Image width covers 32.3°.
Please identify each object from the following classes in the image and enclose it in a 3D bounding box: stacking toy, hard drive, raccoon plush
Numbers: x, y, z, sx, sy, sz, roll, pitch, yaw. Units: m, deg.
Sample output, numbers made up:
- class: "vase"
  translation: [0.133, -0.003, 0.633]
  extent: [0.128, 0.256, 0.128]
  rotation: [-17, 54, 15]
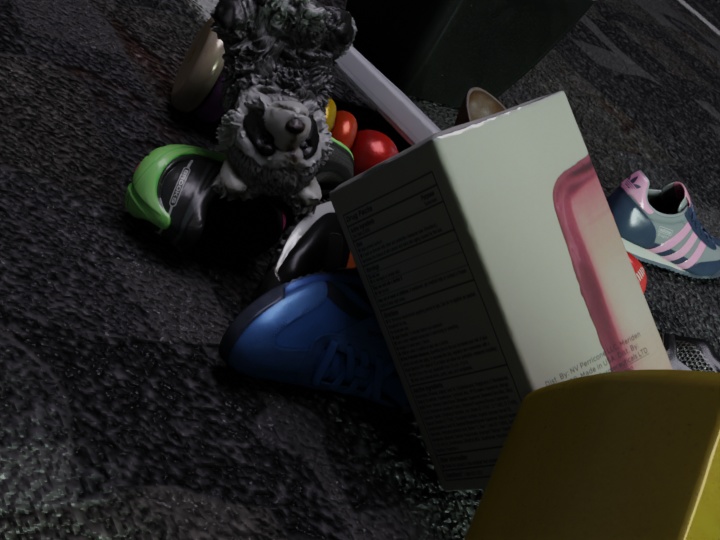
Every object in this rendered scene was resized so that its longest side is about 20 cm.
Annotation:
- class: "stacking toy"
  translation: [-0.052, -0.127, 1.021]
  extent: [0.198, 0.086, 0.086]
  rotation: [27, 26, -20]
- class: "hard drive"
  translation: [0.048, -0.136, 1.140]
  extent: [0.132, 0.027, 0.200]
  rotation: [36, 11, -45]
- class: "raccoon plush"
  translation: [-0.055, -0.109, 0.853]
  extent: [0.095, 0.136, 0.200]
  rotation: [6, 3, 0]

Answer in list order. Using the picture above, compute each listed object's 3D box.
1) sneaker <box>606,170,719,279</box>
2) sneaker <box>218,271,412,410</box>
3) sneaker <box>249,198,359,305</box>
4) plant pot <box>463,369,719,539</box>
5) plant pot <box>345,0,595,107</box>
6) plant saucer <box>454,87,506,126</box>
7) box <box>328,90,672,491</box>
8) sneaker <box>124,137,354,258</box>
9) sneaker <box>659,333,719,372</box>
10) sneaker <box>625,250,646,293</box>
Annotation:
- class: "sneaker"
  translation: [0.336, -0.047, 1.307]
  extent: [0.198, 0.083, 0.070]
  rotation: [12, 32, -37]
- class: "sneaker"
  translation: [0.002, 0.050, 0.783]
  extent: [0.198, 0.066, 0.079]
  rotation: [0, 43, -48]
- class: "sneaker"
  translation: [0.000, 0.000, 0.860]
  extent: [0.089, 0.071, 0.200]
  rotation: [33, 23, 10]
- class: "plant pot"
  translation: [0.156, 0.158, 0.543]
  extent: [0.198, 0.177, 0.202]
  rotation: [31, 63, -4]
- class: "plant pot"
  translation: [0.098, -0.292, 1.358]
  extent: [0.198, 0.179, 0.200]
  rotation: [5, 37, -42]
- class: "plant saucer"
  translation: [0.135, -0.061, 1.064]
  extent: [0.200, 0.034, 0.202]
  rotation: [45, 26, -30]
- class: "box"
  translation: [0.085, 0.016, 0.739]
  extent: [0.108, 0.127, 0.203]
  rotation: [-21, 91, -32]
- class: "sneaker"
  translation: [-0.074, -0.047, 0.871]
  extent: [0.199, 0.077, 0.084]
  rotation: [-18, 60, -46]
- class: "sneaker"
  translation: [0.230, 0.131, 0.795]
  extent: [0.113, 0.076, 0.202]
  rotation: [-21, 76, -12]
- class: "sneaker"
  translation: [0.147, -0.012, 0.853]
  extent: [0.077, 0.085, 0.200]
  rotation: [42, -7, -10]
